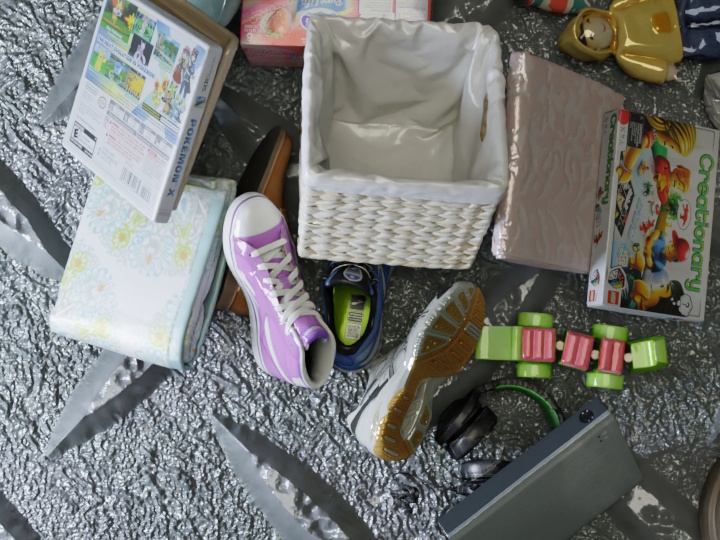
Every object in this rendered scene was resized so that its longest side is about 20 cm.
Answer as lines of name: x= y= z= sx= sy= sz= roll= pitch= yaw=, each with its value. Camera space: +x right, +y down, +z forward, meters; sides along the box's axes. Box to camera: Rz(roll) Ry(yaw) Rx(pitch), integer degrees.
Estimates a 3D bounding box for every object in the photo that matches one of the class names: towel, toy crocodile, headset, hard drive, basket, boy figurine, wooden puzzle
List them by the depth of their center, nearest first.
basket: x=0.036 y=-0.124 z=1.407 sx=0.197 sy=0.162 sz=0.201 roll=3 pitch=59 yaw=-5
hard drive: x=0.181 y=0.228 z=1.418 sx=0.199 sy=0.140 sz=0.033 roll=-37 pitch=47 yaw=-2
towel: x=0.200 y=-0.101 z=1.436 sx=0.032 sy=0.190 sz=0.203 roll=0 pitch=83 yaw=42
headset: x=0.121 y=0.186 z=1.441 sx=0.198 sy=0.094 sz=0.125 roll=-24 pitch=83 yaw=-12
wooden puzzle: x=-0.201 y=-0.185 z=1.450 sx=0.200 sy=0.037 sz=0.187 roll=41 pitch=115 yaw=40
toy crocodile: x=0.215 y=0.082 z=1.463 sx=0.197 sy=0.062 sz=0.069 roll=8 pitch=84 yaw=4
towel: x=-0.221 y=-0.012 z=1.478 sx=0.169 sy=0.048 sz=0.203 roll=14 pitch=83 yaw=26
boy figurine: x=0.305 y=-0.258 z=1.495 sx=0.197 sy=0.064 sz=0.126 roll=-2 pitch=87 yaw=-1

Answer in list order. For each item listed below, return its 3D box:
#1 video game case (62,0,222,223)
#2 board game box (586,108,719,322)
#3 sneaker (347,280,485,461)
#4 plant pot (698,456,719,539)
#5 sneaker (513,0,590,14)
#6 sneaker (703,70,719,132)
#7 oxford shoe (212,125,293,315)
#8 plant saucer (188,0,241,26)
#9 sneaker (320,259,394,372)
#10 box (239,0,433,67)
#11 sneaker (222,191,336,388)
video game case: x=-0.223 y=-0.171 z=1.430 sx=0.199 sy=0.022 sz=0.184 roll=36 pitch=113 yaw=43
board game box: x=0.302 y=-0.055 z=1.465 sx=0.124 sy=0.035 sz=0.203 roll=8 pitch=84 yaw=-21
sneaker: x=0.050 y=0.092 z=1.457 sx=0.075 sy=0.087 sz=0.201 roll=40 pitch=78 yaw=-33
plant pot: x=0.445 y=0.247 z=1.382 sx=0.197 sy=0.174 sz=0.203 roll=0 pitch=85 yaw=1
sneaker: x=0.223 y=-0.367 z=1.515 sx=0.092 sy=0.070 sz=0.203 roll=13 pitch=83 yaw=-14
sneaker: x=0.449 y=-0.144 z=1.446 sx=0.128 sy=0.080 sz=0.200 roll=-20 pitch=46 yaw=-7
oxford shoe: x=-0.100 y=-0.050 z=1.496 sx=0.070 sy=0.071 sz=0.203 roll=16 pitch=89 yaw=-22
plant saucer: x=-0.146 y=-0.325 z=1.469 sx=0.038 sy=0.200 sz=0.204 roll=3 pitch=84 yaw=-24
sneaker: x=0.000 y=0.000 z=1.466 sx=0.077 sy=0.089 sz=0.203 roll=2 pitch=79 yaw=2
box: x=-0.022 y=-0.269 z=1.493 sx=0.197 sy=0.095 sz=0.104 roll=2 pitch=84 yaw=3
sneaker: x=-0.070 y=0.022 z=1.423 sx=0.072 sy=0.114 sz=0.203 roll=-25 pitch=114 yaw=-25
